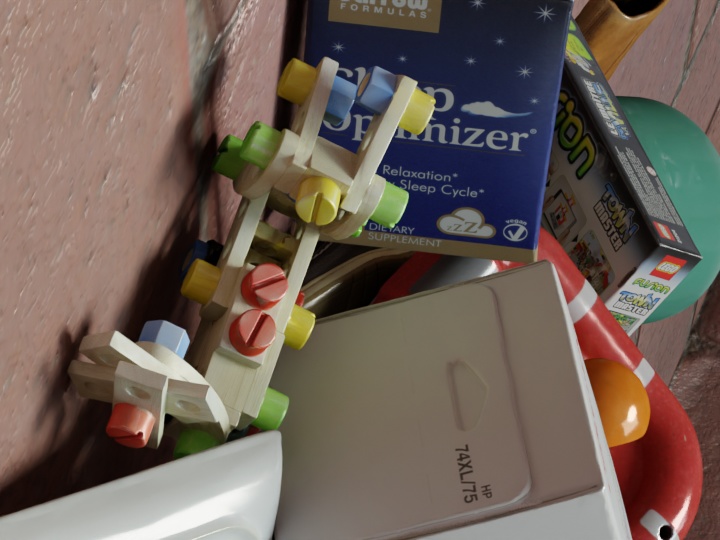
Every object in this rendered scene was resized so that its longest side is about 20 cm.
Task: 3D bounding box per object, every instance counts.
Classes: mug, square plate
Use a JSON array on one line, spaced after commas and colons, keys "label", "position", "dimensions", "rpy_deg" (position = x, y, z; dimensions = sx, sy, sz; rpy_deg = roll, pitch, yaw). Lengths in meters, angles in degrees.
[{"label": "mug", "position": [0.141, -0.048, 1.973], "dimensions": [0.114, 0.185, 0.152], "rpy_deg": [-5, 133, -53]}, {"label": "square plate", "position": [-0.108, 0.177, 1.220], "dimensions": [0.198, 0.028, 0.201], "rpy_deg": [-16, 124, -48]}]

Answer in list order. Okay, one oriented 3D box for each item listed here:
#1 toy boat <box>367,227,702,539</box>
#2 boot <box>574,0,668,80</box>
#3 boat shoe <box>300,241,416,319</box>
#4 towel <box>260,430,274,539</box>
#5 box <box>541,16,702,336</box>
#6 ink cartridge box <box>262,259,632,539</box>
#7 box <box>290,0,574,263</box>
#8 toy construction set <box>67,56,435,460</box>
[{"label": "toy boat", "position": [0.098, 0.069, 1.488], "dimensions": [0.131, 0.200, 0.131], "rpy_deg": [-45, -161, -18]}, {"label": "boot", "position": [0.121, -0.112, 1.800], "dimensions": [0.200, 0.068, 0.188], "rpy_deg": [-53, 164, 25]}, {"label": "boat shoe", "position": [0.000, 0.000, 1.549], "dimensions": [0.200, 0.065, 0.073], "rpy_deg": [-26, 140, -48]}, {"label": "towel", "position": [-0.046, 0.180, 1.583], "dimensions": [0.200, 0.085, 0.166], "rpy_deg": [84, 27, -65]}, {"label": "box", "position": [0.102, -0.045, 1.621], "dimensions": [0.035, 0.200, 0.110], "rpy_deg": [16, 128, -39]}, {"label": "ink cartridge box", "position": [0.049, 0.127, 1.362], "dimensions": [0.147, 0.146, 0.200], "rpy_deg": [-99, 173, -48]}, {"label": "box", "position": [0.033, -0.089, 1.391], "dimensions": [0.032, 0.121, 0.200], "rpy_deg": [-82, 178, -47]}, {"label": "toy construction set", "position": [-0.046, 0.008, 1.268], "dimensions": [0.200, 0.092, 0.131], "rpy_deg": [-55, -173, -29]}]
